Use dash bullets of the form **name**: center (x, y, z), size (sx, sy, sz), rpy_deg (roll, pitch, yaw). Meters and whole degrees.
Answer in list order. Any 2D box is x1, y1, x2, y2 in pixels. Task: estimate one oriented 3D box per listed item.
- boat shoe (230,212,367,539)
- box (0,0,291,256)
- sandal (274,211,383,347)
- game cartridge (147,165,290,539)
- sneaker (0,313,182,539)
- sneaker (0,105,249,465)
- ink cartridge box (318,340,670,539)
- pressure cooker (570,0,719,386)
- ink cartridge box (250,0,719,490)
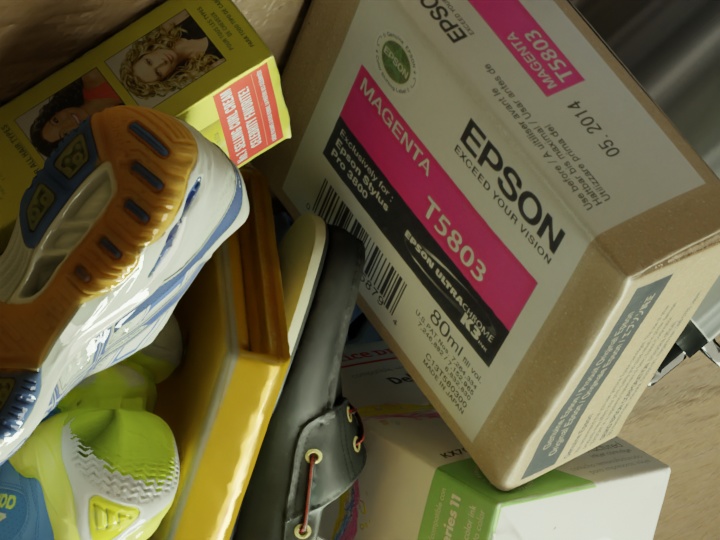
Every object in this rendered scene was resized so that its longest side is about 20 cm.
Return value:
- **boat shoe**: center (-0.031, 0.071, 1.285), size (0.063, 0.074, 0.201), rpy_deg (11, 108, -13)
- **box**: center (-0.125, -0.032, 1.166), size (0.200, 0.050, 0.075), rpy_deg (-34, 157, -12)
- **sandal**: center (0.000, 0.000, 1.400), size (0.200, 0.079, 0.087), rpy_deg (-22, 162, -40)
- **game cartridge**: center (-0.074, 0.078, 1.273), size (0.032, 0.176, 0.200), rpy_deg (11, 117, -11)
- **sneaker**: center (-0.127, 0.069, 1.218), size (0.105, 0.076, 0.200), rpy_deg (-58, -163, 23)
- **sneaker**: center (-0.118, 0.027, 1.126), size (0.200, 0.075, 0.088), rpy_deg (-43, 156, 12)
- **ink cartridge box**: center (0.027, 0.085, 1.352), size (0.117, 0.200, 0.067), rpy_deg (-8, 116, -43)
- **pressure cooker**: center (0.127, -0.053, 1.366), size (0.200, 0.176, 0.179), rpy_deg (-43, 156, 4)
- **ink cartridge box**: center (0.052, -0.035, 1.239), size (0.075, 0.200, 0.165), rpy_deg (-24, 155, -31)
